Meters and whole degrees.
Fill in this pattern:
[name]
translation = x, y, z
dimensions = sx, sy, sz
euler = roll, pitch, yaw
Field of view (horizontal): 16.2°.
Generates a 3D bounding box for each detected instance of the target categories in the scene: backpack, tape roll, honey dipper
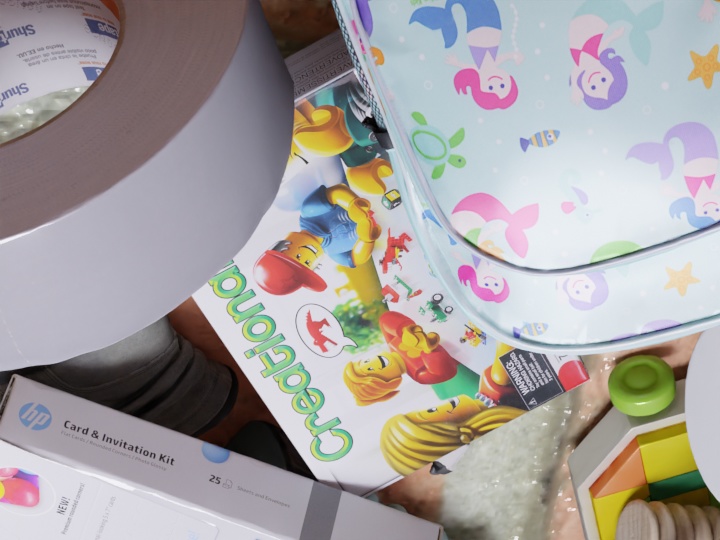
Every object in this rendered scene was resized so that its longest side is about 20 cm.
[backpack]
translation = 0.086, -0.071, 0.902
dimensions = 0.176, 0.151, 0.201
euler = -15, 111, 12
[tape roll]
translation = -0.126, -0.057, 0.946
dimensions = 0.199, 0.201, 0.066
euler = -19, 134, 4
[honey dipper]
translation = 0.221, 0.140, 1.269
dimensions = 0.199, 0.038, 0.038
euler = 7, 130, -25

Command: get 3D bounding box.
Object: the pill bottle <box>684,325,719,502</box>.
[pill bottle]
translation = 0.256, 0.058, 1.172
dimensions = 0.199, 0.114, 0.114
euler = -4, 134, -28

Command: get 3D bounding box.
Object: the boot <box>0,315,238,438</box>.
[boot]
translation = -0.162, 0.066, 1.145
dimensions = 0.199, 0.068, 0.131
euler = -21, 138, 8

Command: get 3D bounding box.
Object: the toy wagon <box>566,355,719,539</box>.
[toy wagon]
translation = 0.205, 0.092, 1.268
dimensions = 0.199, 0.040, 0.156
euler = -16, 133, 1

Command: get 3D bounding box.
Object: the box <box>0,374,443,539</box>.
[box]
translation = -0.082, 0.139, 1.131
dimensions = 0.199, 0.041, 0.156
euler = 19, 135, -6

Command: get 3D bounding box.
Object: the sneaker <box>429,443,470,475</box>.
[sneaker]
translation = 0.018, 0.005, 1.132
dimensions = 0.090, 0.067, 0.200
euler = -35, 128, 6

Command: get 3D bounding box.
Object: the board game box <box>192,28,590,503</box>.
[board game box]
translation = 0.000, 0.000, 1.056
dimensions = 0.126, 0.035, 0.200
euler = -28, 126, 6

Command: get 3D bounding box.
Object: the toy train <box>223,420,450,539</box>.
[toy train]
translation = -0.019, 0.155, 1.248
dimensions = 0.200, 0.085, 0.114
euler = 33, 108, -35
